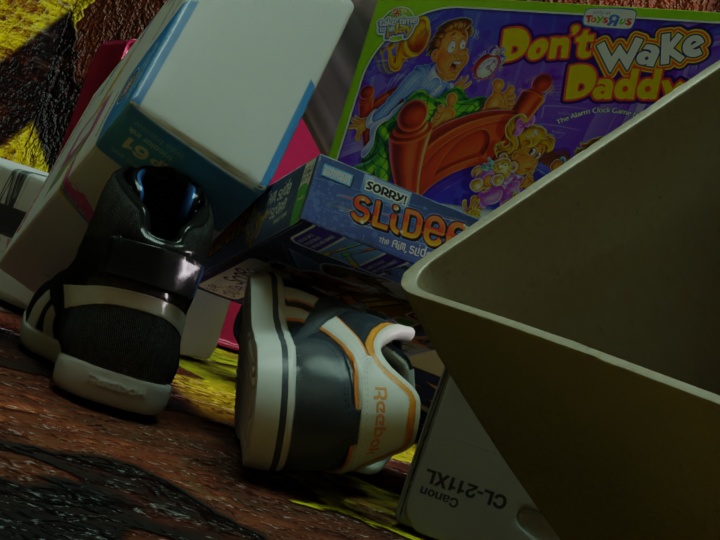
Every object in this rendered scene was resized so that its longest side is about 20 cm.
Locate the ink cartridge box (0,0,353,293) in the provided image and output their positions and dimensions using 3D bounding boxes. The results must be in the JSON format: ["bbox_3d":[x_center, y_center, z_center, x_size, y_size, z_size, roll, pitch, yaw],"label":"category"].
[{"bbox_3d":[-0.104,-0.071,0.933,0.085,0.145,0.200,32,-37,-13],"label":"ink cartridge box"}]

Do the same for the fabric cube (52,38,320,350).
[{"bbox_3d":[-0.137,-0.061,1.346,0.196,0.200,0.199,20,1,-15],"label":"fabric cube"}]

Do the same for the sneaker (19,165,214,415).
[{"bbox_3d":[-0.114,0.001,0.853,0.073,0.112,0.200,19,1,-19],"label":"sneaker"}]

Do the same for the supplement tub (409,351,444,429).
[{"bbox_3d":[0.091,0.049,1.144,0.200,0.145,0.145,19,1,27],"label":"supplement tub"}]

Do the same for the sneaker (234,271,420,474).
[{"bbox_3d":[-0.019,0.051,0.800,0.079,0.079,0.200,4,12,-8],"label":"sneaker"}]

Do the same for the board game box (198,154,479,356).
[{"bbox_3d":[0.000,0.000,0.881,0.135,0.035,0.200,21,-16,-18],"label":"board game box"}]

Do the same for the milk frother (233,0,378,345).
[{"bbox_3d":[-0.015,-0.066,1.041,0.188,0.200,0.180,62,-13,-8],"label":"milk frother"}]

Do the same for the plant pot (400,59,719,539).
[{"bbox_3d":[0.167,0.047,0.513,0.200,0.200,0.177,20,-42,53],"label":"plant pot"}]

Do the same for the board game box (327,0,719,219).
[{"bbox_3d":[0.085,-0.068,0.875,0.200,0.135,0.045,8,-17,30],"label":"board game box"}]

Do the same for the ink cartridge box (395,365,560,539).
[{"bbox_3d":[0.106,0.093,0.801,0.145,0.083,0.200,19,1,8],"label":"ink cartridge box"}]

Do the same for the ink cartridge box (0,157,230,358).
[{"bbox_3d":[-0.197,-0.017,1.127,0.200,0.084,0.144,20,2,34],"label":"ink cartridge box"}]
